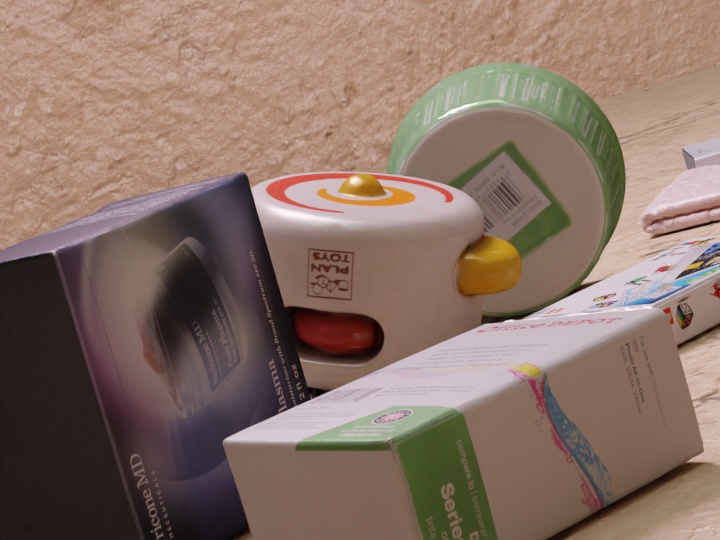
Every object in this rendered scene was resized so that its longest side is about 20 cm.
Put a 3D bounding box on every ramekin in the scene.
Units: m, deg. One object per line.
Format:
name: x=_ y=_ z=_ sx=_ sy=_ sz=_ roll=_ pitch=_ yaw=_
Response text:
ramekin: x=0.115 y=-0.060 z=1.702 sx=0.199 sy=0.201 sz=0.098 roll=-15 pitch=14 yaw=12

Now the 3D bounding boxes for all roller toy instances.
roller toy: x=0.000 y=0.000 z=1.527 sx=0.181 sy=0.141 sz=0.200 roll=-7 pitch=17 yaw=-31

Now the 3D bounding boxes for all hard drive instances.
hard drive: x=0.445 y=-0.141 z=2.231 sx=0.199 sy=0.027 sz=0.132 roll=-17 pitch=7 yaw=5

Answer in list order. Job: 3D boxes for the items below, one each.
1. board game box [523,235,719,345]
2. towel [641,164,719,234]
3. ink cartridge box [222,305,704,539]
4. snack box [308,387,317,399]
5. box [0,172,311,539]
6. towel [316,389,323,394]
board game box: x=0.225 y=0.015 z=1.487 sx=0.199 sy=0.035 sz=0.126 roll=-22 pitch=10 yaw=-39
towel: x=0.366 y=-0.084 z=1.952 sx=0.190 sy=0.032 sz=0.200 roll=-14 pitch=7 yaw=21
ink cartridge box: x=0.055 y=0.090 z=1.083 sx=0.199 sy=0.088 sz=0.145 roll=-24 pitch=10 yaw=-37
snack box: x=-0.125 y=0.125 z=1.488 sx=0.199 sy=0.024 sz=0.072 roll=-17 pitch=6 yaw=2
box: x=-0.135 y=0.068 z=1.249 sx=0.123 sy=0.201 sz=0.198 roll=-11 pitch=10 yaw=33
towel: x=-0.071 y=0.066 z=1.625 sx=0.111 sy=0.049 sz=0.200 roll=17 pitch=19 yaw=14
